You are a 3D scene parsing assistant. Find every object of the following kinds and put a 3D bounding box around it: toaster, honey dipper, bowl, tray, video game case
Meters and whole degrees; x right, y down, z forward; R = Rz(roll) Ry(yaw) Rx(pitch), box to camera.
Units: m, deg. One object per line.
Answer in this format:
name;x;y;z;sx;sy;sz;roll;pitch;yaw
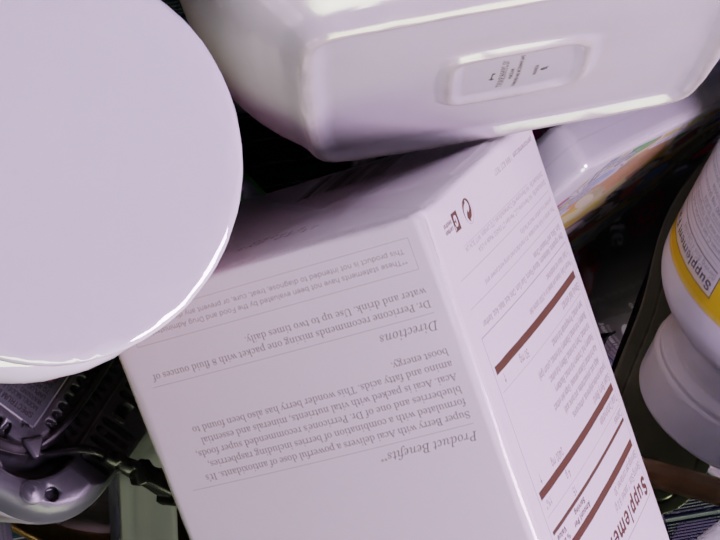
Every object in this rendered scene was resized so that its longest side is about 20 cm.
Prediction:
toaster;-0.149;0.020;0.763;0.199;0.114;0.129;36;161;-12
honey dipper;0.086;0.078;0.893;0.198;0.038;0.038;16;167;-2
bowl;0.040;-0.093;0.622;0.197;0.075;0.200;-10;167;-3
tray;-0.093;0.098;0.875;0.022;0.109;0.200;-4;-172;-9
video game case;0.073;-0.020;0.843;0.182;0.023;0.199;-42;171;36

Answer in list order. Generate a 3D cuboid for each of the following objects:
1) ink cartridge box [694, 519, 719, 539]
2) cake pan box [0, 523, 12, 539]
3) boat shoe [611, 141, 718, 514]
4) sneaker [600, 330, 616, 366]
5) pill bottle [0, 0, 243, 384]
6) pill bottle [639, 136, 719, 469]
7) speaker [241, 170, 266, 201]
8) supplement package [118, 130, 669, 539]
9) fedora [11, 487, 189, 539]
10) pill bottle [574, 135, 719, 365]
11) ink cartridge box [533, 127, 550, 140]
ink cartridge box;0.157;0.140;0.811;0.200;0.083;0.146;-45;163;30
cake pan box;-0.243;0.076;0.910;0.198;0.186;0.052;-13;168;22
boat shoe;0.156;0.008;0.914;0.071;0.203;0.061;26;-163;4
sneaker;0.073;0.051;0.990;0.198;0.076;0.085;19;143;-20
pill bottle;-0.102;-0.028;0.588;0.113;0.116;0.200;-6;-176;-17
pill bottle;0.182;-0.018;0.797;0.111;0.112;0.201;-3;133;-31
speaker;-0.071;-0.001;0.937;0.087;0.089;0.200;-11;168;7
supplement package;0.020;0.071;0.701;0.120;0.202;0.120;-15;-168;24
fedora;-0.145;0.053;1.009;0.082;0.201;0.200;-50;153;18
pill bottle;0.182;-0.017;1.004;0.110;0.112;0.199;2;164;-44
ink cartridge box;0.000;0.000;0.873;0.200;0.042;0.119;-30;164;-51
